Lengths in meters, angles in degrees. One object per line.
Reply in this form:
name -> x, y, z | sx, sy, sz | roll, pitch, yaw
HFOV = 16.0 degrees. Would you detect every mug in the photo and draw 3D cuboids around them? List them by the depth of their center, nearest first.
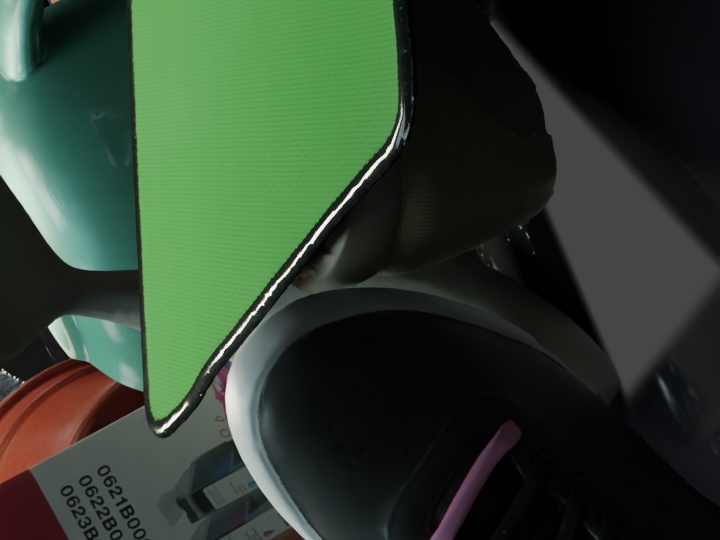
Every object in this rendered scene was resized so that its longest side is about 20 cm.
mug -> -0.083, -0.045, 0.945 | 0.185, 0.114, 0.152 | 62, 169, -2

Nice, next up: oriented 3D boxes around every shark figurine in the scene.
shark figurine -> -0.012, -0.003, 0.770 | 0.128, 0.214, 0.090 | 1, -81, -70

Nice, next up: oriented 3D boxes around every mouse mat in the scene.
mouse mat -> -0.027, -0.064, 0.607 | 0.200, 0.008, 0.161 | 130, 140, -61

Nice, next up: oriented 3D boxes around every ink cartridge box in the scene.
ink cartridge box -> -0.031, 0.110, 0.872 | 0.145, 0.200, 0.145 | 60, 167, 7

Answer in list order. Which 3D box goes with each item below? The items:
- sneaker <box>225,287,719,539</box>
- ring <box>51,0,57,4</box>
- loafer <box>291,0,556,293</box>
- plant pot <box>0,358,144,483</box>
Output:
sneaker -> 0.062, 0.071, 0.586 | 0.200, 0.071, 0.099 | 36, 176, -30
ring -> -0.104, -0.092, 1.183 | 0.201, 0.019, 0.200 | 57, 169, 18
loafer -> -0.004, -0.062, 0.654 | 0.200, 0.068, 0.076 | -108, 30, -48
plant pot -> -0.091, 0.123, 1.252 | 0.201, 0.201, 0.195 | 61, 161, 1
